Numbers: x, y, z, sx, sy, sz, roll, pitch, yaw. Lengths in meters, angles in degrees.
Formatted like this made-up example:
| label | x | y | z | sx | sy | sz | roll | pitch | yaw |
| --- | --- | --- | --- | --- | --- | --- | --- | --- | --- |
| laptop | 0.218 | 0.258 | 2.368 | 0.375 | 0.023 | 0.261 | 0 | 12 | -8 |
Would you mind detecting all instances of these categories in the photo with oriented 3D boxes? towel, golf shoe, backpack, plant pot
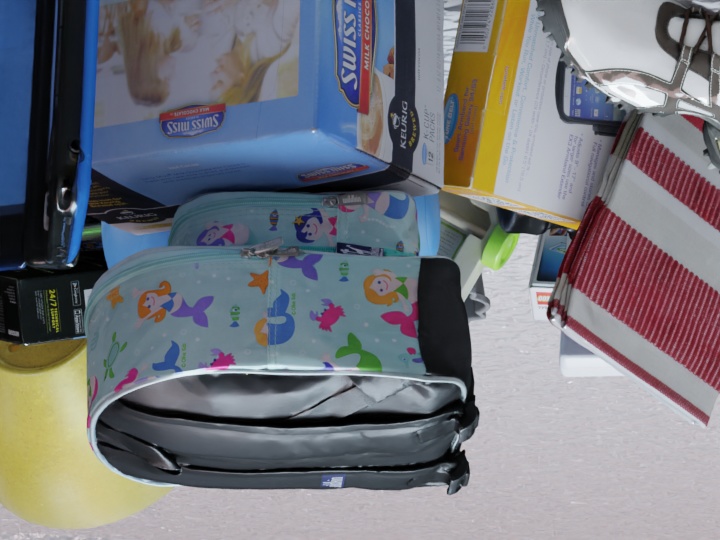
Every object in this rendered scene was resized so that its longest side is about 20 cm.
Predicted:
| label | x | y | z | sx | sy | sz | roll | pitch | yaw |
| --- | --- | --- | --- | --- | --- | --- | --- | --- | --- |
| towel | 0.186 | -0.029 | 1.578 | 0.144 | 0.200 | 0.023 | 34 | 163 | -37 |
| golf shoe | 0.188 | -0.117 | 1.492 | 0.200 | 0.078 | 0.094 | 30 | 143 | -21 |
| backpack | -0.048 | 0.043 | 1.465 | 0.200 | 0.151 | 0.178 | -7 | 156 | -5 |
| plant pot | -0.231 | 0.083 | 2.209 | 0.200 | 0.200 | 0.142 | -3 | 140 | 16 |

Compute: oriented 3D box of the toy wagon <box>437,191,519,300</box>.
| label | x | y | z | sx | sy | sz | roll | pitch | yaw |
| --- | --- | --- | --- | --- | --- | --- | --- | --- | --- |
| toy wagon | 0.000 | 0.000 | 1.754 | 0.155 | 0.200 | 0.040 | 30 | 178 | 16 |

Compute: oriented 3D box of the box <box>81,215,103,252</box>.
| label | x | y | z | sx | sy | sz | roll | pitch | yaw |
| --- | --- | --- | --- | --- | --- | --- | --- | --- | --- |
| box | -0.202 | -0.050 | 1.894 | 0.200 | 0.044 | 0.160 | -2 | 167 | 13 |

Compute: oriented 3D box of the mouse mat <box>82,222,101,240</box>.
| label | x | y | z | sx | sy | sz | roll | pitch | yaw |
| --- | --- | --- | --- | --- | --- | --- | --- | --- | --- |
| mouse mat | -0.207 | -0.020 | 1.776 | 0.200 | 0.008 | 0.161 | -8 | 179 | -29 |

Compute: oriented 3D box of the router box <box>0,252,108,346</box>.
| label | x | y | z | sx | sy | sz | roll | pitch | yaw |
| --- | --- | --- | --- | --- | --- | --- | --- | --- | --- |
| router box | -0.204 | 0.014 | 1.985 | 0.149 | 0.051 | 0.200 | -8 | -173 | -24 |

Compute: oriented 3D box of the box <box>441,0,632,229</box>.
| label | x | y | z | sx | sy | sz | roll | pitch | yaw |
| --- | --- | --- | --- | --- | --- | --- | --- | --- | --- |
| box | 0.129 | -0.083 | 1.565 | 0.200 | 0.119 | 0.041 | 16 | 174 | -43 |

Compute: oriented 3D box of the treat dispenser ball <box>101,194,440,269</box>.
| label | x | y | z | sx | sy | sz | roll | pitch | yaw |
| --- | --- | --- | --- | --- | --- | --- | --- | --- | --- |
| treat dispenser ball | -0.053 | -0.028 | 1.644 | 0.201 | 0.201 | 0.201 | 1 | 166 | 0 |

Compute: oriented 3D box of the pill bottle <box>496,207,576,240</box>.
| label | x | y | z | sx | sy | sz | roll | pitch | yaw |
| --- | --- | --- | --- | --- | --- | --- | --- | --- | --- |
| pill bottle | 0.187 | -0.060 | 1.686 | 0.200 | 0.112 | 0.112 | 3 | 166 | -8 |

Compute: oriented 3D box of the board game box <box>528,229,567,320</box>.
| label | x | y | z | sx | sy | sz | roll | pitch | yaw |
| --- | --- | --- | --- | --- | --- | --- | --- | --- | --- |
| board game box | 0.217 | -0.018 | 1.810 | 0.200 | 0.126 | 0.035 | 3 | 134 | 13 |

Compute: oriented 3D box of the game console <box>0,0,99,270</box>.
| label | x | y | z | sx | sy | sz | roll | pitch | yaw |
| --- | --- | --- | --- | --- | --- | --- | --- | --- | --- |
| game console | -0.187 | -0.106 | 1.336 | 0.118 | 0.200 | 0.171 | 2 | 166 | -7 |

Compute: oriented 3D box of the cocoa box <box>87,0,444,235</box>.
| label | x | y | z | sx | sy | sz | roll | pitch | yaw |
| --- | --- | --- | --- | --- | --- | --- | --- | --- | --- |
| cocoa box | -0.072 | -0.105 | 1.471 | 0.200 | 0.134 | 0.131 | -7 | 164 | 30 |

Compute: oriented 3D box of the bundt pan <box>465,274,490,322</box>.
| label | x | y | z | sx | sy | sz | roll | pitch | yaw |
| --- | --- | --- | --- | --- | --- | --- | --- | --- | --- |
| bundt pan | -0.007 | -0.009 | 1.984 | 0.202 | 0.076 | 0.202 | 0 | 166 | 0 |

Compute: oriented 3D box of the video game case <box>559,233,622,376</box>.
| label | x | y | z | sx | sy | sz | roll | pitch | yaw |
| --- | --- | --- | --- | --- | --- | --- | --- | --- | --- |
| video game case | 0.221 | -0.010 | 1.757 | 0.181 | 0.200 | 0.023 | -1 | 132 | 9 |
